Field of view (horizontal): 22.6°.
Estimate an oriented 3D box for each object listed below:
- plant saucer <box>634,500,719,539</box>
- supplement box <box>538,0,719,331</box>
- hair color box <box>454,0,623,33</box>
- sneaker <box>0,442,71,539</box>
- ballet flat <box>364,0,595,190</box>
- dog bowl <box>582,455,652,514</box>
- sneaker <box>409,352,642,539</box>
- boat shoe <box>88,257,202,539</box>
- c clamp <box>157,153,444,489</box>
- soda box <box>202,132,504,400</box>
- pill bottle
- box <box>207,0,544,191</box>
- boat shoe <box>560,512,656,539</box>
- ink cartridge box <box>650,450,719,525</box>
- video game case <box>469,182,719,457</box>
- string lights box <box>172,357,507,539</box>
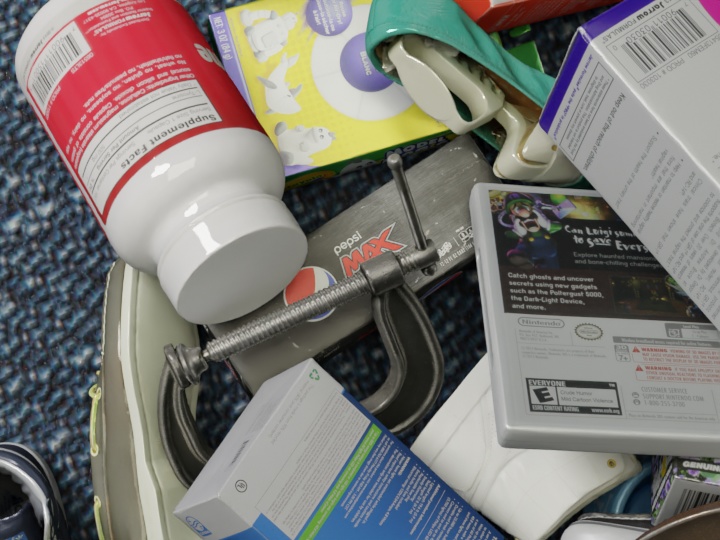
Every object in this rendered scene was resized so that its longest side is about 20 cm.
[{"bbox_3d":[0.221,0.192,0.994,0.200,0.200,0.032,9,37,-1],"label":"plant saucer"},{"bbox_3d":[0.207,-0.057,0.993,0.101,0.103,0.200,-31,71,-22],"label":"supplement box"},{"bbox_3d":[0.143,-0.218,1.120,0.200,0.061,0.102,-15,82,-20],"label":"hair color box"},{"bbox_3d":[-0.183,0.192,1.041,0.070,0.109,0.200,-25,83,-5],"label":"sneaker"},{"bbox_3d":[0.082,-0.094,1.071,0.200,0.067,0.070,36,54,-8],"label":"ballet flat"},{"bbox_3d":[0.192,0.201,1.085,0.111,0.050,0.200,3,81,-2],"label":"dog bowl"},{"bbox_3d":[0.132,0.073,1.083,0.116,0.074,0.200,38,79,11],"label":"sneaker"},{"bbox_3d":[-0.134,0.086,1.080,0.060,0.072,0.202,-12,80,32],"label":"boat shoe"},{"bbox_3d":[-0.035,0.045,1.038,0.200,0.027,0.171,-30,123,-3],"label":"c clamp"},{"bbox_3d":[0.000,0.000,1.103,0.200,0.063,0.071,-33,82,-7],"label":"soda box"},{"bbox_3d":[-0.115,-0.071,1.057,0.112,0.112,0.200,-30,64,-7],"label":"pill bottle"},{"bbox_3d":[0.015,-0.129,1.133,0.200,0.048,0.118,-17,82,-7],"label":"box"},{"bbox_3d":[0.215,0.158,1.039,0.200,0.070,0.066,8,59,3],"label":"boat shoe"},{"bbox_3d":[0.229,0.068,1.055,0.109,0.050,0.200,11,45,-1],"label":"ink cartridge box"},{"bbox_3d":[0.168,0.027,1.025,0.200,0.023,0.182,3,49,-8],"label":"video game case"},{"bbox_3d":[0.006,0.156,0.995,0.200,0.059,0.103,44,56,-12],"label":"string lights box"}]
